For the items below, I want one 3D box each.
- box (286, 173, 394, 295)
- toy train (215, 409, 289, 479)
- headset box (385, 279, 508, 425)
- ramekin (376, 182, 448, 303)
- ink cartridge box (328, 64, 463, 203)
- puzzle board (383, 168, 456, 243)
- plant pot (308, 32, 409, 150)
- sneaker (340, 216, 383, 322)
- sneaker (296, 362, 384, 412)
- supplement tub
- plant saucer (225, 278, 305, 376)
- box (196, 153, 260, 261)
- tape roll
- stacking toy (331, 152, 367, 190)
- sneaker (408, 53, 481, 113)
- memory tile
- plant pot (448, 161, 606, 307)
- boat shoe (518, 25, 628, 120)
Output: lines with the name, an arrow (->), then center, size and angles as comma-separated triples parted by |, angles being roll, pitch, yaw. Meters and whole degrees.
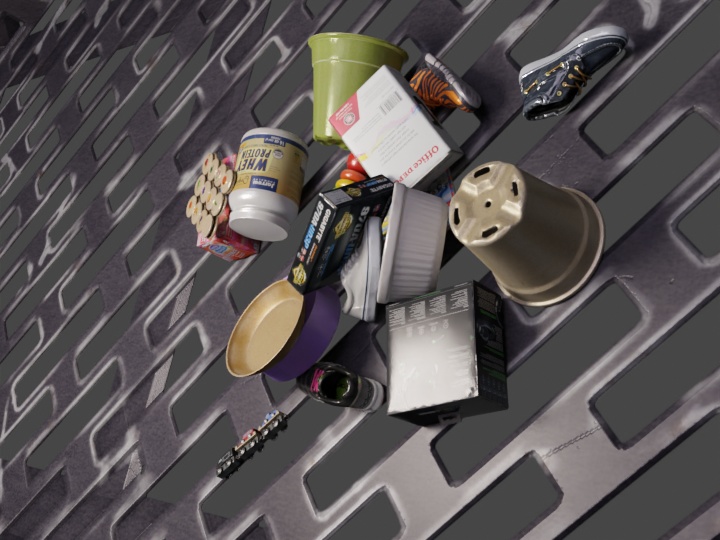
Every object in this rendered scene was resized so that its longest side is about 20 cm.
box -> -0.032, -0.062, 1.537 | 0.046, 0.159, 0.201 | 43, 131, 24
toy train -> -0.203, 0.323, 1.673 | 0.200, 0.034, 0.046 | -42, 35, 21
headset box -> 0.134, 0.140, 1.400 | 0.174, 0.093, 0.201 | -19, 59, 35
ramekin -> 0.087, -0.039, 1.473 | 0.094, 0.202, 0.203 | 9, 72, 1
ink cartridge box -> 0.063, -0.236, 1.581 | 0.146, 0.083, 0.200 | -40, 77, 19
puzzle board -> 0.087, -0.104, 1.620 | 0.200, 0.017, 0.151 | -30, 52, 29
plant pot -> -0.017, -0.336, 1.731 | 0.199, 0.199, 0.191 | 7, 88, 44
sneaker -> 0.000, 0.000, 1.539 | 0.073, 0.070, 0.201 | -76, -8, -63
sneaker -> -0.053, 0.195, 1.553 | 0.199, 0.087, 0.074 | 11, 78, 45
supplement tub -> -0.189, -0.174, 1.820 | 0.144, 0.144, 0.201 | -8, 65, 40
plant saucer -> -0.160, 0.108, 1.587 | 0.200, 0.035, 0.201 | -35, 34, 28
box -> -0.273, -0.133, 1.911 | 0.095, 0.100, 0.201 | -16, 60, 37
tape roll -> -0.129, 0.102, 1.650 | 0.200, 0.066, 0.201 | -35, 33, 28
stacking toy -> -0.024, -0.140, 1.708 | 0.085, 0.085, 0.201 | 9, 70, 45
sneaker -> 0.144, -0.311, 1.637 | 0.112, 0.077, 0.200 | -52, 34, 16
memory tile -> -0.316, -0.158, 1.859 | 0.200, 0.017, 0.154 | 41, 110, 58
plant pot -> 0.237, -0.068, 1.342 | 0.200, 0.183, 0.201 | -20, 58, 35
boat shoe -> 0.347, -0.314, 1.447 | 0.200, 0.071, 0.091 | -22, 57, 42
